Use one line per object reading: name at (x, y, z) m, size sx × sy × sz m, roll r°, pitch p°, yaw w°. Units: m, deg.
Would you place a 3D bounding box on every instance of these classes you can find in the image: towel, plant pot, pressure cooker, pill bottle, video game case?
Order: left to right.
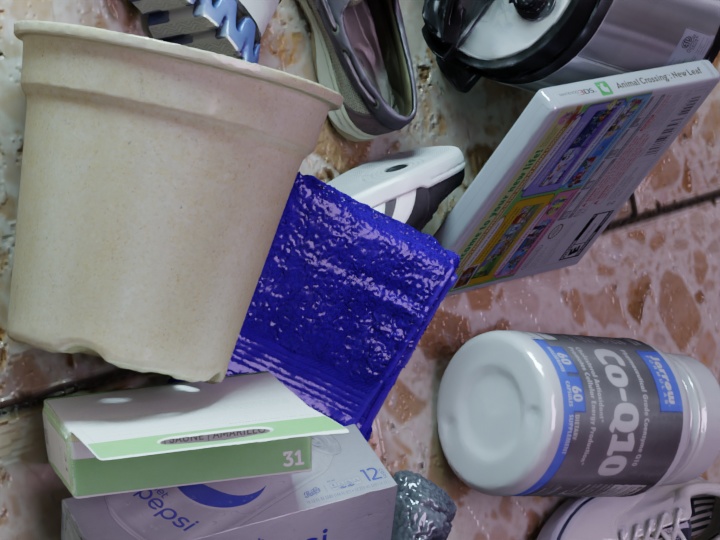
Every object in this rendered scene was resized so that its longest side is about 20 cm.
plant pot at (-0.126, -0.035, 1.545) m, size 0.200 × 0.200 × 0.185 m, roll 13°, pitch 89°, yaw -42°
towel at (-0.033, 0.052, 1.640) m, size 0.147 × 0.050 × 0.201 m, roll 25°, pitch 95°, yaw -30°
video game case at (0.136, -0.061, 1.791) m, size 0.181 × 0.200 × 0.022 m, roll -13°, pitch 59°, yaw -44°
pressure cooker at (0.142, -0.208, 1.806) m, size 0.199 × 0.178 × 0.177 m, roll 11°, pitch 82°, yaw -43°
pill bottle at (0.159, 0.102, 1.838) m, size 0.199 × 0.113 × 0.115 m, roll 4°, pitch 83°, yaw -43°

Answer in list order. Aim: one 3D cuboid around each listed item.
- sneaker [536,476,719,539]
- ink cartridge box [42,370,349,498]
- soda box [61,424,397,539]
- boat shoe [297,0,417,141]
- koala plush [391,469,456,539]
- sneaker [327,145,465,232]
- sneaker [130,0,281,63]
sneaker at (0.207, 0.188, 1.903) m, size 0.199 × 0.071 × 0.074 m, roll -20°, pitch 100°, yaw -43°
ink cartridge box at (-0.097, 0.102, 1.503) m, size 0.145 × 0.200 × 0.048 m, roll -6°, pitch 100°, yaw -15°
soda box at (-0.080, 0.158, 1.581) m, size 0.199 × 0.064 × 0.069 m, roll -13°, pitch 131°, yaw -23°
boat shoe at (-0.005, -0.186, 1.740) m, size 0.072 × 0.065 × 0.201 m, roll -20°, pitch 99°, yaw -41°
koala plush at (0.077, 0.256, 1.715) m, size 0.199 × 0.177 × 0.184 m, roll 15°, pitch 113°, yaw -48°
sneaker at (0.000, 0.000, 1.732) m, size 0.199 × 0.073 × 0.113 m, roll -29°, pitch 109°, yaw -33°
sneaker at (-0.109, -0.219, 1.645) m, size 0.200 × 0.080 × 0.115 m, roll 56°, pitch 49°, yaw -33°
